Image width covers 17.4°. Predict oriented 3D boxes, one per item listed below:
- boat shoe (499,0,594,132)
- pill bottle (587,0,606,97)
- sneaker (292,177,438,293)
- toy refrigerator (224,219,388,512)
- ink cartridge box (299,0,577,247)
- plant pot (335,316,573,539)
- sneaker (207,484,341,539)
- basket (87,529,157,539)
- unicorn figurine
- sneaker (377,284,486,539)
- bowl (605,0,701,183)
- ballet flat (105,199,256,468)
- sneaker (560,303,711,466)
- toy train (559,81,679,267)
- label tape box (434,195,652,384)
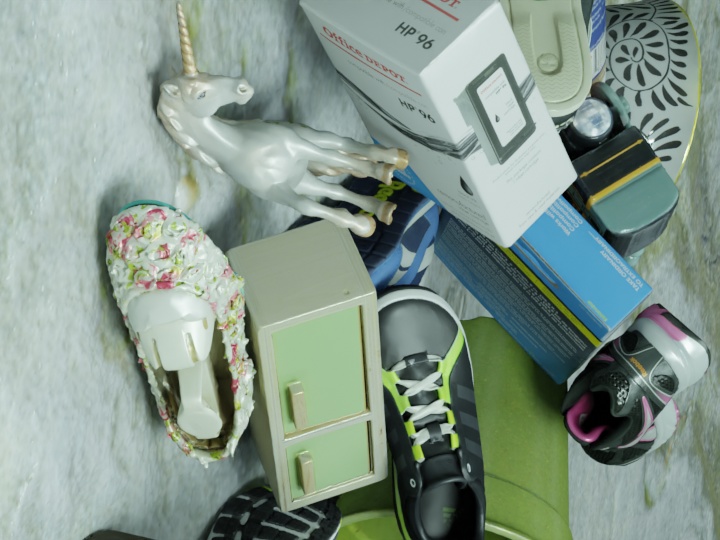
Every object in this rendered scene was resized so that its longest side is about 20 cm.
[{"bbox_3d":[0.113,-0.172,1.476,0.068,0.072,0.201,95,-1,-64],"label":"boat shoe"},{"bbox_3d":[0.116,-0.211,1.644,0.111,0.111,0.200,-55,149,-42],"label":"pill bottle"},{"bbox_3d":[0.000,0.000,1.544,0.200,0.074,0.083,-40,140,-54],"label":"sneaker"},{"bbox_3d":[-0.030,0.063,1.441,0.200,0.076,0.070,87,-17,-52],"label":"toy refrigerator"},{"bbox_3d":[0.040,-0.118,1.362,0.068,0.116,0.200,-44,137,-13],"label":"ink cartridge box"},{"bbox_3d":[0.075,0.142,1.694,0.200,0.199,0.190,71,26,-52],"label":"plant pot"},{"bbox_3d":[-0.078,0.214,1.503,0.200,0.074,0.081,-47,154,-41],"label":"sneaker"},{"bbox_3d":[-0.072,0.226,1.333,0.180,0.199,0.136,16,87,-68],"label":"basket"},{"bbox_3d":[-0.045,-0.069,1.354,0.200,0.137,0.074,82,29,-79],"label":"unicorn figurine"},{"bbox_3d":[0.052,0.106,1.492,0.083,0.071,0.201,-130,-155,-67],"label":"sneaker"},{"bbox_3d":[0.168,-0.122,1.797,0.094,0.201,0.201,12,92,-24],"label":"bowl"},{"bbox_3d":[-0.096,0.042,1.329,0.200,0.075,0.064,71,14,-51],"label":"ballet flat"},{"bbox_3d":[0.172,0.092,1.637,0.086,0.080,0.200,-36,161,-20],"label":"sneaker"},{"bbox_3d":[0.162,-0.051,1.655,0.085,0.114,0.200,-29,165,-13],"label":"toy train"},{"bbox_3d":[0.124,-0.010,1.592,0.063,0.144,0.200,-42,174,-13],"label":"label tape box"}]
